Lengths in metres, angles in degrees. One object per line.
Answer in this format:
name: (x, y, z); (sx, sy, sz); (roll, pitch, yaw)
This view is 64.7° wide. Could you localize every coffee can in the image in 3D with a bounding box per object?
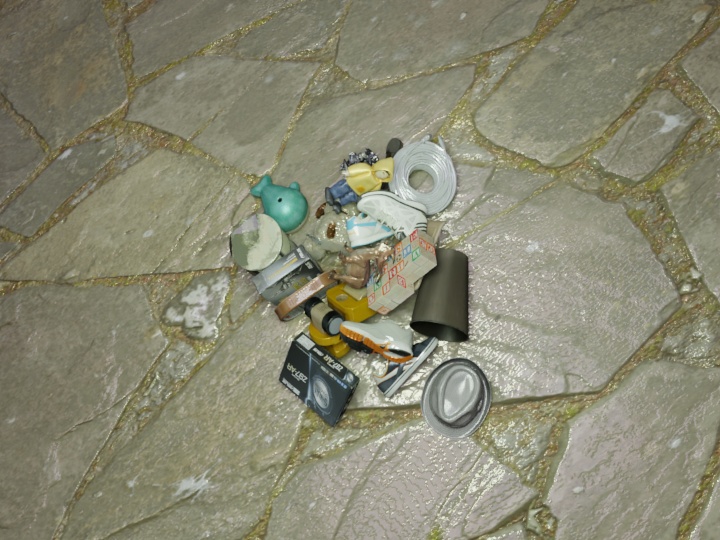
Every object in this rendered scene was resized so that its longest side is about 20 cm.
coffee can: (-0.250, -0.048, 1.527); (0.141, 0.200, 0.152); (-2, 75, 8)

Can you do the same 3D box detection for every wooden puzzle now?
wooden puzzle: (0.133, -0.043, 1.502); (0.037, 0.183, 0.205); (32, 79, -30)

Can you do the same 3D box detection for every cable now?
cable: (0.167, -0.248, 1.555); (0.195, 0.069, 0.205); (-24, 87, -9)

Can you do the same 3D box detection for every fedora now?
fedora: (0.239, 0.316, 1.421); (0.175, 0.090, 0.203); (34, 84, 15)

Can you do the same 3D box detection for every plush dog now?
plush dog: (-0.061, -0.130, 1.559); (0.193, 0.163, 0.176); (6, 54, 11)

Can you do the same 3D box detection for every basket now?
basket: (0.213, 0.059, 1.460); (0.134, 0.177, 0.207); (-13, 61, 47)

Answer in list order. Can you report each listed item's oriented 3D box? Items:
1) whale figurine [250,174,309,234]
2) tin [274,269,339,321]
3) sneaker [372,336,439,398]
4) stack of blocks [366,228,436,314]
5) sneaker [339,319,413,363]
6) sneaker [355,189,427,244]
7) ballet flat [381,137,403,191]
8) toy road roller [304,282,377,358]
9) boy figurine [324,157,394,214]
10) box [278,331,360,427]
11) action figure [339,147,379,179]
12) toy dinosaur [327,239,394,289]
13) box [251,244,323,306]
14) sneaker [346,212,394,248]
whale figurine: (-0.236, -0.199, 1.610); (0.159, 0.104, 0.200); (-44, 69, -5)
tin: (-0.141, 0.070, 1.529); (0.197, 0.112, 0.042); (-35, 74, 0)
sneaker: (0.114, 0.231, 1.468); (0.200, 0.078, 0.079); (-45, 80, -2)
stack of blocks: (0.099, 0.005, 1.409); (0.199, 0.058, 0.118); (-40, 39, 35)
sneaker: (0.042, 0.159, 1.427); (0.194, 0.076, 0.094); (20, 50, -6)
sneaker: (0.083, -0.128, 1.434); (0.194, 0.076, 0.118); (10, 53, -16)
ballet flat: (0.077, -0.275, 1.612); (0.066, 0.046, 0.206); (14, 82, 32)
toy road roller: (-0.047, 0.132, 1.499); (0.196, 0.150, 0.122); (-27, 36, -28)
boy figurine: (0.008, -0.219, 1.453); (0.195, 0.125, 0.066); (-24, 40, 21)
box: (-0.110, 0.280, 1.462); (0.198, 0.043, 0.163); (36, 127, 15)
action figure: (0.002, -0.278, 1.561); (0.115, 0.200, 0.105); (-17, 97, -2)
toy dinosaur: (0.000, 0.000, 1.434); (0.133, 0.202, 0.087); (29, 50, 2)
box: (-0.182, 0.023, 1.500); (0.156, 0.200, 0.049); (-35, 70, -1)
sneaker: (0.042, -0.124, 1.513); (0.075, 0.197, 0.083); (-12, 98, 44)
